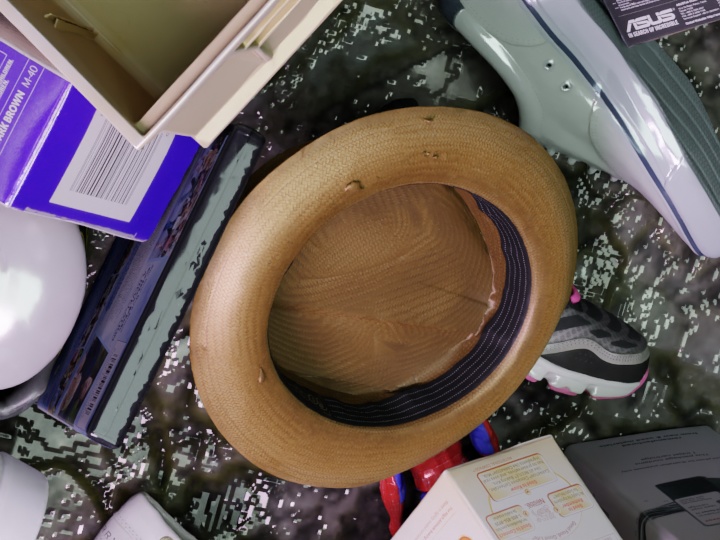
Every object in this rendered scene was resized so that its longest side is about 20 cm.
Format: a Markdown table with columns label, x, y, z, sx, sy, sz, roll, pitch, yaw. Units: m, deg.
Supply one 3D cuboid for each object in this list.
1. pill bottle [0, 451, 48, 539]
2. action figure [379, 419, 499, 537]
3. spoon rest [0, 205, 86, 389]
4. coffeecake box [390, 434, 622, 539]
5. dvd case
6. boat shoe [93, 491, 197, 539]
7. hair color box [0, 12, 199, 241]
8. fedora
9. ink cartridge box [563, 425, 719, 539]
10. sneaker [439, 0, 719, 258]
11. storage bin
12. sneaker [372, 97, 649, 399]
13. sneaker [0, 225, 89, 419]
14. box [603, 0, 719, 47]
| label | x | y | z | sx | sy | sz | roll | pitch | yaw |
| --- | --- | --- | --- | --- | --- | --- | --- | --- | --- |
| pill bottle | -0.247 | 0.087 | 1.290 | 0.200 | 0.112 | 0.112 | 28 | 96 | -18 |
| action figure | 0.047 | 0.117 | 1.403 | 0.065 | 0.052 | 0.200 | -25 | 103 | -12 |
| spoon rest | -0.206 | -0.022 | 1.266 | 0.200 | 0.061 | 0.099 | 30 | 98 | 17 |
| coffeecake box | 0.082 | 0.203 | 1.294 | 0.073 | 0.200 | 0.154 | -15 | 152 | -39 |
| dvd case | -0.095 | 0.005 | 1.249 | 0.018 | 0.200 | 0.143 | 27 | 85 | -11 |
| boat shoe | -0.042 | 0.176 | 1.384 | 0.200 | 0.071 | 0.069 | 34 | 96 | -18 |
| hair color box | -0.177 | -0.088 | 1.209 | 0.065 | 0.200 | 0.109 | -61 | 153 | 7 |
| fedora | 0.000 | 0.000 | 1.262 | 0.201 | 0.082 | 0.201 | -18 | 127 | -25 |
| ink cartridge box | 0.169 | 0.173 | 1.366 | 0.083 | 0.200 | 0.147 | -8 | 106 | -13 |
| sneaker | 0.112 | -0.079 | 1.367 | 0.071 | 0.073 | 0.200 | -26 | 116 | 26 |
| storage bin | -0.078 | -0.185 | 1.126 | 0.200 | 0.094 | 0.199 | 44 | 98 | 10 |
| sneaker | 0.067 | -0.013 | 1.361 | 0.200 | 0.074 | 0.087 | 33 | 101 | -14 |
| sneaker | -0.148 | -0.024 | 1.300 | 0.074 | 0.085 | 0.200 | 3 | 105 | -16 |
| box | 0.176 | -0.198 | 1.264 | 0.200 | 0.050 | 0.158 | -15 | 116 | 33 |
